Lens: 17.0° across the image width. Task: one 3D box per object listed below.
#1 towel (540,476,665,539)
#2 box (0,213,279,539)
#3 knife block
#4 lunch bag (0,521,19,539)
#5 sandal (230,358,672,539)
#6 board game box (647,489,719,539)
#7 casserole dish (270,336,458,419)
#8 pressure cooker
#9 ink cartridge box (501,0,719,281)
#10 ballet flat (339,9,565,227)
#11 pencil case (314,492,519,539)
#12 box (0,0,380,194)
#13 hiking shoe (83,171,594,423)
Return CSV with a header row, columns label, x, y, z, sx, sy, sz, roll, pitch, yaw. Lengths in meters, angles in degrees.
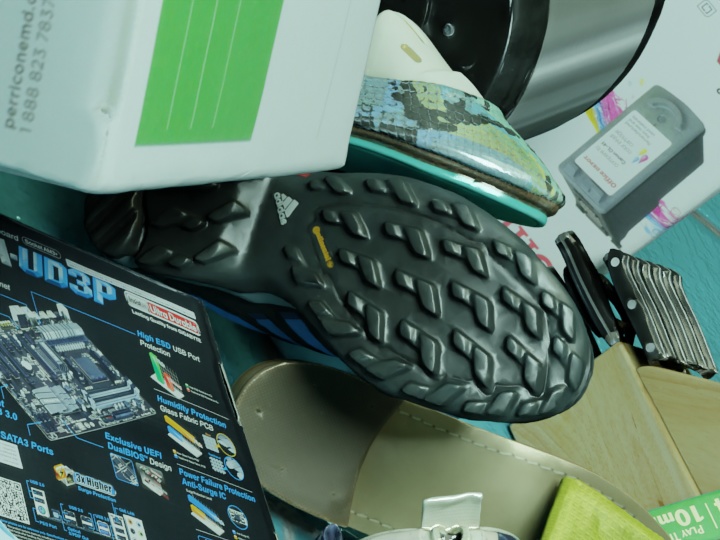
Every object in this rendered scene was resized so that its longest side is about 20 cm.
label,x,y,z,sx,sy,sz,roll,pitch,yaw
towel,0.077,0.171,0.843,0.086,0.018,0.200,37,51,-15
box,-0.110,0.052,0.745,0.200,0.046,0.159,25,34,-46
knife block,0.111,0.088,1.093,0.064,0.176,0.200,16,87,-51
lunch bag,-0.139,0.104,0.480,0.170,0.127,0.200,38,11,13
sandal,0.037,0.094,0.926,0.212,0.078,0.070,31,-5,-14
board game box,0.171,0.183,0.954,0.151,0.037,0.200,-14,67,-20
casserole dish,-0.006,-0.009,1.029,0.121,0.039,0.200,33,29,-35
pressure cooker,0.031,-0.131,1.001,0.176,0.179,0.200,42,29,15
ink cartridge box,0.126,-0.095,1.165,0.148,0.200,0.086,51,24,-1
ballet flat,-0.014,-0.070,0.890,0.200,0.074,0.074,15,18,16
pencil case,0.027,0.172,0.751,0.089,0.078,0.200,88,-5,-52
box,-0.104,-0.141,0.748,0.200,0.199,0.171,16,11,21
hiking shoe,0.000,0.000,0.878,0.200,0.074,0.087,25,-2,21
